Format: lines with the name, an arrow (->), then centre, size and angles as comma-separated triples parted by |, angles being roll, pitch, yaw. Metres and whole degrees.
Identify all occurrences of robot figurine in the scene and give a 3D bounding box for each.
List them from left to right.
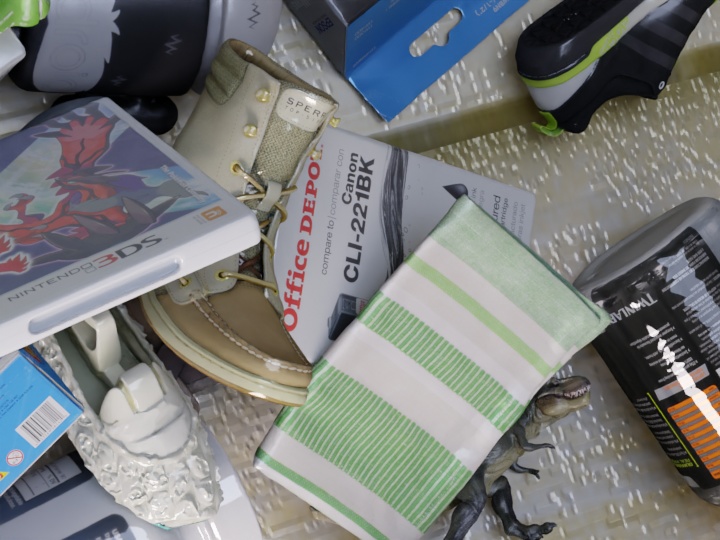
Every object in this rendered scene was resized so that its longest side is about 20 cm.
robot figurine -> -0.147, -0.166, 1.478 | 0.200, 0.150, 0.125 | 0, 62, -19

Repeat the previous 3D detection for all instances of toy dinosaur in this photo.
toy dinosaur -> 0.072, 0.141, 1.555 | 0.200, 0.047, 0.088 | -28, 78, -20

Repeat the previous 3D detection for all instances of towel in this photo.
towel -> 0.042, 0.068, 1.455 | 0.200, 0.023, 0.152 | -49, 130, 5

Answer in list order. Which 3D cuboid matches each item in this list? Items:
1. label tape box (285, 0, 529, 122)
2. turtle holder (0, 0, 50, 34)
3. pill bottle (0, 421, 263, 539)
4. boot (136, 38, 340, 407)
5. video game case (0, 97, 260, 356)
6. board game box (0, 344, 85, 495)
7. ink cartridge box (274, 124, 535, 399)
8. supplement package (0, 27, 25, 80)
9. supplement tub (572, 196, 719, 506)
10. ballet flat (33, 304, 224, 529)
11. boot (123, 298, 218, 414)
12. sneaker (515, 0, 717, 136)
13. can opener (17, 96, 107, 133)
label tape box -> 0.012, -0.218, 1.570 | 0.143, 0.066, 0.200 | -41, 96, -20
turtle holder -> -0.224, -0.203, 1.234 | 0.185, 0.141, 0.132 | 39, 54, -2
pill bottle -> -0.162, 0.170, 1.418 | 0.200, 0.120, 0.120 | -26, 92, -14
boot -> -0.059, -0.030, 1.369 | 0.072, 0.200, 0.155 | 22, 106, -40
video game case -> -0.177, -0.024, 1.335 | 0.182, 0.200, 0.023 | -24, 121, -20
board game box -> -0.268, 0.089, 1.335 | 0.200, 0.196, 0.056 | -45, 125, -3
ink cartridge box -> 0.000, 0.000, 1.496 | 0.200, 0.084, 0.145 | 16, 77, -36
supplement package -> -0.315, -0.138, 1.371 | 0.147, 0.200, 0.191 | -37, 95, -20
supplement tub -> 0.232, 0.064, 1.580 | 0.122, 0.122, 0.200 | -37, 96, -20
ballet flat -> -0.142, 0.054, 1.375 | 0.072, 0.072, 0.200 | -29, 73, -20
boot -> -0.168, 0.059, 1.471 | 0.200, 0.070, 0.146 | -39, 104, -13
sneaker -> 0.183, -0.156, 1.634 | 0.200, 0.072, 0.083 | -33, 118, -19
can opener -> -0.225, -0.034, 1.457 | 0.200, 0.053, 0.067 | -35, 117, -13
